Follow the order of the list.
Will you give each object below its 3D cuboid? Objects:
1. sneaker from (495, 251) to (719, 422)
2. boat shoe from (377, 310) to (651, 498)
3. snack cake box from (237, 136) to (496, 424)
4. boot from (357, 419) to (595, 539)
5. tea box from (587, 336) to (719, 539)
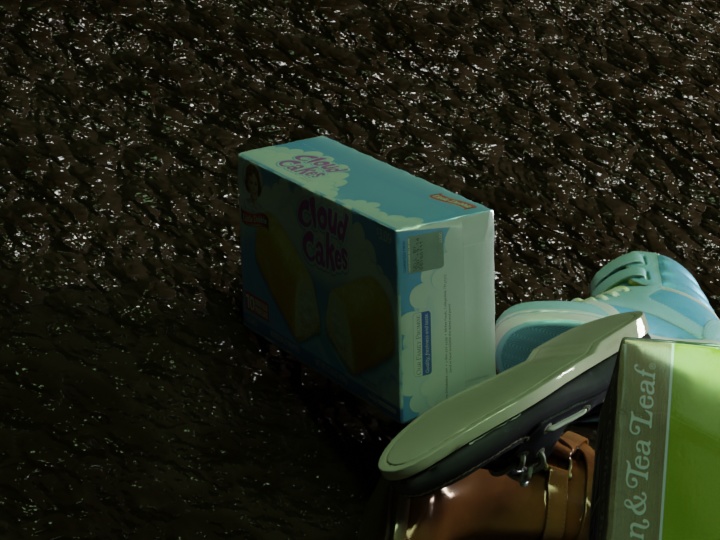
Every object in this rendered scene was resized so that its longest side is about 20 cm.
[{"bbox_3d":[0.159,0.035,1.295,0.199,0.080,0.131,15,33,-27],"label":"sneaker"},{"bbox_3d":[0.095,0.085,1.067,0.200,0.063,0.073,-27,12,-37],"label":"boat shoe"},{"bbox_3d":[0.000,0.000,1.152,0.067,0.116,0.200,-12,21,-27],"label":"snack cake box"},{"bbox_3d":[0.086,0.135,1.111,0.154,0.074,0.200,24,34,-2],"label":"boot"},{"bbox_3d":[0.203,0.151,0.906,0.196,0.134,0.201,7,71,4],"label":"tea box"}]
